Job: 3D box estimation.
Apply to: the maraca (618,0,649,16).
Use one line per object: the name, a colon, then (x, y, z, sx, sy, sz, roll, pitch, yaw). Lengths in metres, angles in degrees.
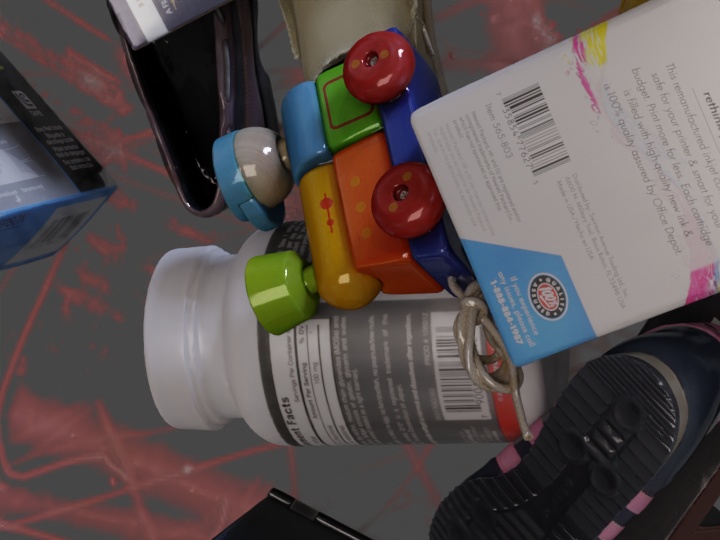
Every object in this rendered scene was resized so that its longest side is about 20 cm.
maraca: (0.169, -0.120, 0.709, 0.107, 0.137, 0.201, 2, 75, -27)

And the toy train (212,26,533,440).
toy train: (0.000, 0.000, 0.695, 0.115, 0.085, 0.201, -22, 60, 19)

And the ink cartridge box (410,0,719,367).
ink cartridge box: (0.135, -0.053, 0.625, 0.199, 0.068, 0.116, -22, 92, 25)

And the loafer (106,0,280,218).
loafer: (-0.089, -0.121, 0.783, 0.072, 0.063, 0.201, -3, 120, 23)

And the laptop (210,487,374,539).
laptop: (0.007, 0.203, 0.771, 0.187, 0.116, 0.200, 27, 135, 10)

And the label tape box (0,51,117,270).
label tape box: (-0.238, -0.091, 0.820, 0.066, 0.143, 0.200, -41, 87, 18)

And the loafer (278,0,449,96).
loafer: (0.001, -0.121, 0.788, 0.075, 0.068, 0.201, -21, 93, 16)

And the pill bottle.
pill bottle: (0.000, 0.030, 0.789, 0.199, 0.116, 0.116, -2, 98, 16)

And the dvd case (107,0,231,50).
dvd case: (-0.054, -0.215, 0.733, 0.199, 0.016, 0.149, -27, 103, 0)

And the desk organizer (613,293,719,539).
desk organizer: (0.160, 0.080, 0.761, 0.072, 0.077, 0.200, 41, 109, 33)

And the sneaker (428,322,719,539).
sneaker: (0.105, 0.094, 0.718, 0.070, 0.082, 0.200, 54, 138, 13)
